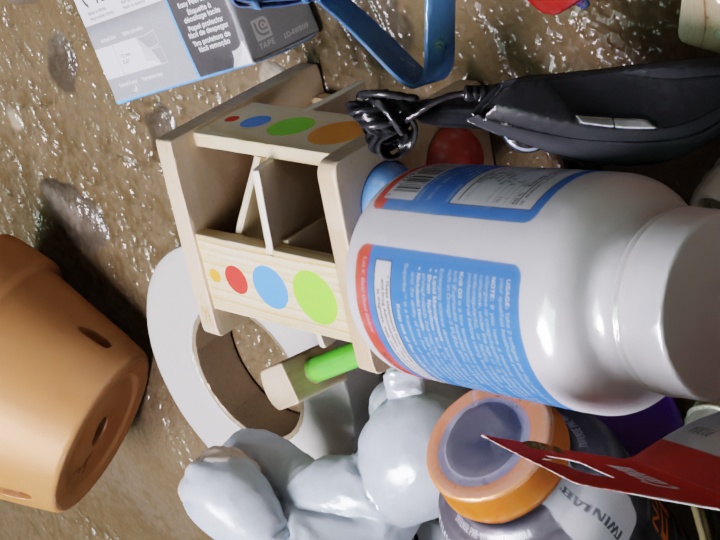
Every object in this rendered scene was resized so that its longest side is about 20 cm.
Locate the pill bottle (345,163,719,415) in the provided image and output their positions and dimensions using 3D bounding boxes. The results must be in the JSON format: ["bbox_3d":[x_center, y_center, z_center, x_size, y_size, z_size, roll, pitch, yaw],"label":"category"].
[{"bbox_3d":[0.093,0.008,0.753,0.200,0.112,0.112,9,122,52],"label":"pill bottle"}]

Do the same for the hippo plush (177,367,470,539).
[{"bbox_3d":[-0.005,0.120,0.959,0.159,0.200,0.161,38,104,2],"label":"hippo plush"}]

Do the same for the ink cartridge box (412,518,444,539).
[{"bbox_3d":[0.111,0.253,1.045,0.199,0.041,0.200,16,127,39],"label":"ink cartridge box"}]

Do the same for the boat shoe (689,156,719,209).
[{"bbox_3d":[0.205,0.039,0.776,0.071,0.069,0.200,-14,105,50],"label":"boat shoe"}]

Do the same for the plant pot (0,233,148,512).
[{"bbox_3d":[-0.253,0.091,1.216,0.140,0.200,0.200,26,135,9],"label":"plant pot"}]

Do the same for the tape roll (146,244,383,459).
[{"bbox_3d":[-0.068,0.065,1.108,0.203,0.037,0.203,27,133,32],"label":"tape roll"}]

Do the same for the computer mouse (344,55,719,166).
[{"bbox_3d":[0.092,-0.069,0.772,0.140,0.200,0.046,-147,52,-87],"label":"computer mouse"}]

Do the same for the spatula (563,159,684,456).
[{"bbox_3d":[0.138,0.024,0.873,0.056,0.021,0.200,-3,112,34],"label":"spatula"}]

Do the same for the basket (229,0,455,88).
[{"bbox_3d":[-0.013,-0.205,0.772,0.200,0.139,0.177,50,147,41],"label":"basket"}]

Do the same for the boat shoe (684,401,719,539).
[{"bbox_3d":[0.210,0.160,0.847,0.072,0.076,0.200,-14,106,48],"label":"boat shoe"}]

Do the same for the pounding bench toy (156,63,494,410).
[{"bbox_3d":[0.000,0.000,0.921,0.156,0.124,0.200,13,124,41],"label":"pounding bench toy"}]

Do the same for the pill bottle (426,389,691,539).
[{"bbox_3d":[0.110,0.141,0.857,0.106,0.106,0.200,12,152,42],"label":"pill bottle"}]

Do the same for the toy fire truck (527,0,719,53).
[{"bbox_3d":[0.154,-0.150,0.717,0.200,0.049,0.141,-30,93,51],"label":"toy fire truck"}]

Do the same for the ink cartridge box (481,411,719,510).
[{"bbox_3d":[0.164,0.072,0.633,0.200,0.057,0.163,16,178,-7],"label":"ink cartridge box"}]

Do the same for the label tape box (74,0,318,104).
[{"bbox_3d":[-0.125,-0.211,0.956,0.143,0.066,0.200,-7,112,48],"label":"label tape box"}]
